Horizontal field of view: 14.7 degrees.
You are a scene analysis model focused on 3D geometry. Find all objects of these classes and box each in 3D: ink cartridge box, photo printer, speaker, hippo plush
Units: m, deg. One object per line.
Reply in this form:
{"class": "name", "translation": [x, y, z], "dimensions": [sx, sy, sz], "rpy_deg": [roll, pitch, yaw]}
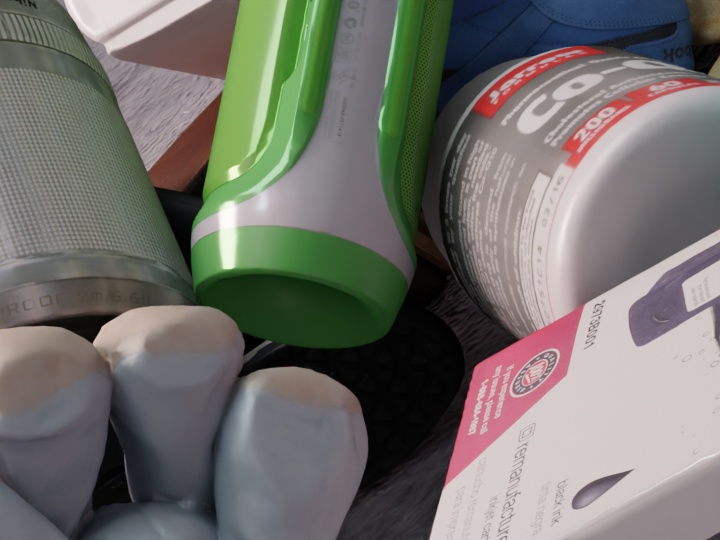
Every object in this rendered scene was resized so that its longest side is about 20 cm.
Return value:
{"class": "ink cartridge box", "translation": [0.125, 0.047, 0.806], "dimensions": [0.200, 0.084, 0.145], "rpy_deg": [-31, 19, 24]}
{"class": "photo printer", "translation": [-0.027, -0.152, 1.328], "dimensions": [0.166, 0.070, 0.200], "rpy_deg": [-29, -13, 20]}
{"class": "speaker", "translation": [-0.009, -0.077, 1.041], "dimensions": [0.088, 0.088, 0.200], "rpy_deg": [-19, 55, 49]}
{"class": "hippo plush", "translation": [-0.073, 0.114, 0.974], "dimensions": [0.159, 0.200, 0.161], "rpy_deg": [-48, -4, -26]}

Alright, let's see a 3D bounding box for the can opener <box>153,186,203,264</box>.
{"class": "can opener", "translation": [-0.100, -0.019, 1.177], "dimensions": [0.063, 0.079, 0.200], "rpy_deg": [-3, 3, -42]}

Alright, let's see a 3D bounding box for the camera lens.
{"class": "camera lens", "translation": [-0.154, -0.006, 1.067], "dimensions": [0.160, 0.160, 0.200], "rpy_deg": [-35, 58, 15]}

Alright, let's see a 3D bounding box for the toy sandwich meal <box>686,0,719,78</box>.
{"class": "toy sandwich meal", "translation": [0.213, -0.132, 1.114], "dimensions": [0.205, 0.070, 0.205], "rpy_deg": [-38, 10, 8]}

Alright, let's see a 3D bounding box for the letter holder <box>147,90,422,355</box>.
{"class": "letter holder", "translation": [-0.077, 0.003, 1.313], "dimensions": [0.142, 0.101, 0.200], "rpy_deg": [-20, 25, 51]}

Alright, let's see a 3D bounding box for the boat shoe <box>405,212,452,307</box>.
{"class": "boat shoe", "translation": [0.000, 0.000, 1.167], "dimensions": [0.070, 0.070, 0.200], "rpy_deg": [-53, -7, 2]}

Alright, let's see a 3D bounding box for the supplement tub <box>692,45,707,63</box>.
{"class": "supplement tub", "translation": [0.102, -0.150, 1.244], "dimensions": [0.145, 0.145, 0.200], "rpy_deg": [-19, 26, 48]}

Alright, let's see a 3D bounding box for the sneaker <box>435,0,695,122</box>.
{"class": "sneaker", "translation": [0.039, -0.071, 1.124], "dimensions": [0.200, 0.079, 0.066], "rpy_deg": [-22, 5, 21]}

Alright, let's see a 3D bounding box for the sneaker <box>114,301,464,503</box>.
{"class": "sneaker", "translation": [-0.046, 0.065, 1.137], "dimensions": [0.200, 0.072, 0.083], "rpy_deg": [-33, 15, 17]}

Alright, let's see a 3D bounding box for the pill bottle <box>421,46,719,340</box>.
{"class": "pill bottle", "translation": [0.092, -0.019, 0.990], "dimensions": [0.114, 0.114, 0.200], "rpy_deg": [-41, 18, -5]}
